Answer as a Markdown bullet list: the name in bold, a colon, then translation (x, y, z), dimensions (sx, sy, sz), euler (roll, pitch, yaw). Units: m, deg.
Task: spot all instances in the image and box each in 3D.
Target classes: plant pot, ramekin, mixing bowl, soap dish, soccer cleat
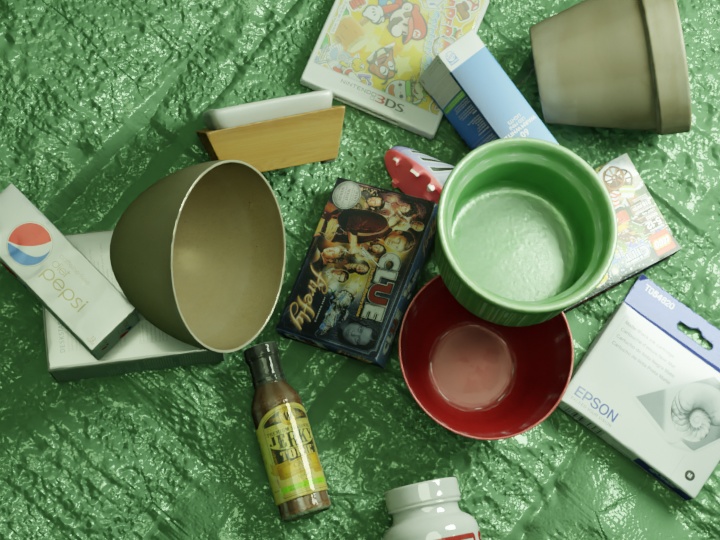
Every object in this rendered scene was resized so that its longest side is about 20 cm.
- **plant pot**: translation (0.298, -0.251, 1.605), dimensions (0.172, 0.200, 0.202), euler (-10, 76, 11)
- **ramekin**: translation (0.175, -0.036, 1.464), dimensions (0.197, 0.098, 0.202), euler (2, 71, -5)
- **mixing bowl**: translation (0.136, 0.102, 1.530), dimensions (0.198, 0.108, 0.203), euler (1, 75, -5)
- **soap dish**: translation (-0.105, -0.157, 1.537), dimensions (0.156, 0.200, 0.082), euler (-12, 99, -9)
- **plant pot**: translation (-0.190, -0.019, 1.429), dimensions (0.133, 0.200, 0.202), euler (5, 73, 31)
- **soccer cleat**: translation (0.118, -0.097, 1.588), dimensions (0.199, 0.067, 0.076), euler (32, 55, 27)

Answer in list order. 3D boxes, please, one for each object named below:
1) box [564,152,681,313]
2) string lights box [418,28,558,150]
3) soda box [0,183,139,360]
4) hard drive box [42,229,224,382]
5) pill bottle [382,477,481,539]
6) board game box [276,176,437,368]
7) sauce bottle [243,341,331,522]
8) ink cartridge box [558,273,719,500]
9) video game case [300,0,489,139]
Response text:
- **box**: translation (0.269, -0.038, 1.611), dimensions (0.199, 0.038, 0.138), euler (-27, 79, -10)
- **string lights box**: translation (0.160, -0.178, 1.592), dimensions (0.059, 0.103, 0.201), euler (-37, 90, -14)
- **soda box**: translation (-0.336, 0.002, 1.459), dimensions (0.200, 0.064, 0.068), euler (44, 77, 7)
- **hard drive box**: translation (-0.262, 0.034, 1.529), dimensions (0.198, 0.077, 0.158), euler (-6, 76, -7)
- **pill bottle**: translation (0.086, 0.336, 1.466), dimensions (0.111, 0.112, 0.202), euler (-9, 77, -7)
- **board game box**: translation (0.000, 0.000, 1.557), dimensions (0.134, 0.035, 0.202), euler (15, 74, 23)
- **sauce bottle**: translation (-0.089, 0.182, 1.514), dimensions (0.064, 0.065, 0.202), euler (-17, 78, -9)
- **ink cartridge box**: translation (0.364, 0.133, 1.576), dimensions (0.199, 0.041, 0.201), euler (35, 76, 4)
- **video game case**: translation (0.044, -0.287, 1.663), dimensions (0.180, 0.023, 0.202), euler (23, 75, 1)
